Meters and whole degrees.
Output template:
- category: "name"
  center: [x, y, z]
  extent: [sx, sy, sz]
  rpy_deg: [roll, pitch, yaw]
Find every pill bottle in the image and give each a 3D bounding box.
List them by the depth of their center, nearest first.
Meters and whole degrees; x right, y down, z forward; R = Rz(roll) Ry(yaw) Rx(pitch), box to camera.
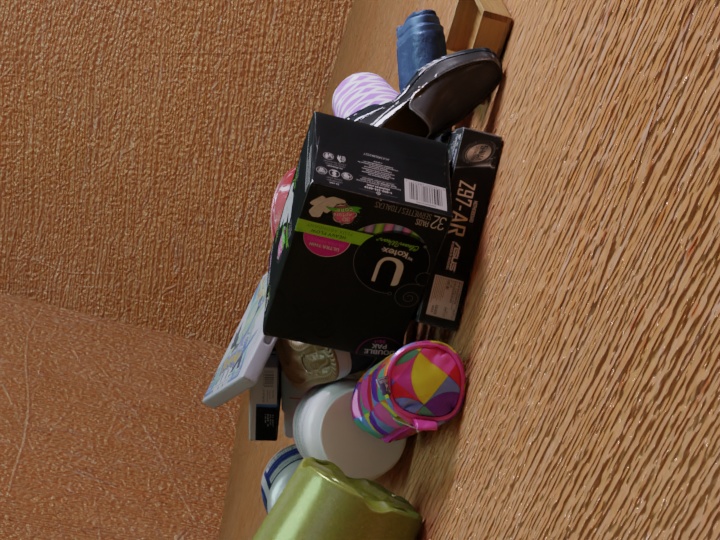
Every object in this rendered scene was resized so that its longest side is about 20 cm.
- category: "pill bottle"
  center: [-0.012, 0.177, 1.613]
  extent: [0.200, 0.112, 0.115]
  rpy_deg: [153, 130, -81]
- category: "pill bottle"
  center: [-0.062, 0.283, 1.790]
  extent: [0.200, 0.115, 0.117]
  rpy_deg: [-163, 87, -83]

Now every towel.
- category: "towel"
  center: [0.077, -0.194, 1.680]
  extent: [0.112, 0.048, 0.202]
  rpy_deg: [173, 93, -81]

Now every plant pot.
- category: "plant pot"
  center: [-0.034, 0.289, 1.392]
  extent: [0.186, 0.199, 0.200]
  rpy_deg: [-64, 7, -1]

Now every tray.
- category: "tray"
  center: [0.130, -0.265, 1.641]
  extent: [0.200, 0.037, 0.100]
  rpy_deg: [-92, 17, -68]

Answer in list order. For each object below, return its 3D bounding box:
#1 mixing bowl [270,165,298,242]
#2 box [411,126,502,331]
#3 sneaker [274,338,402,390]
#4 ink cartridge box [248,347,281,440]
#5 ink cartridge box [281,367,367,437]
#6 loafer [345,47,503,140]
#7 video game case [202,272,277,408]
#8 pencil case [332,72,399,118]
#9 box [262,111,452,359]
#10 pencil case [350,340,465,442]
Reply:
- category: "mixing bowl"
  center: [-0.006, -0.054, 1.837]
  extent: [0.108, 0.200, 0.202]
  rpy_deg: [-17, 51, 39]
- category: "box"
  center: [0.089, -0.044, 1.516]
  extent: [0.160, 0.043, 0.202]
  rpy_deg: [-168, 91, -83]
- category: "sneaker"
  center: [-0.021, 0.082, 1.623]
  extent: [0.200, 0.108, 0.071]
  rpy_deg: [-8, 103, 68]
- category: "ink cartridge box"
  center: [-0.117, 0.126, 1.814]
  extent: [0.200, 0.039, 0.100]
  rpy_deg: [-95, 6, -69]
- category: "ink cartridge box"
  center: [-0.038, 0.113, 1.797]
  extent: [0.068, 0.115, 0.202]
  rpy_deg: [-77, -9, -59]
- category: "loafer"
  center: [0.066, -0.160, 1.514]
  extent: [0.199, 0.073, 0.072]
  rpy_deg: [-34, 28, 6]
- category: "video game case"
  center: [-0.119, 0.066, 1.712]
  extent: [0.184, 0.022, 0.200]
  rpy_deg: [-65, 11, -20]
- category: "pencil case"
  center: [0.022, -0.162, 1.659]
  extent: [0.086, 0.083, 0.200]
  rpy_deg: [59, -176, -27]
- category: "box"
  center: [-0.006, -0.031, 1.462]
  extent: [0.125, 0.147, 0.201]
  rpy_deg: [-89, 15, -50]
- category: "pencil case"
  center: [0.044, 0.122, 1.418]
  extent: [0.200, 0.087, 0.089]
  rpy_deg: [130, 153, -77]
